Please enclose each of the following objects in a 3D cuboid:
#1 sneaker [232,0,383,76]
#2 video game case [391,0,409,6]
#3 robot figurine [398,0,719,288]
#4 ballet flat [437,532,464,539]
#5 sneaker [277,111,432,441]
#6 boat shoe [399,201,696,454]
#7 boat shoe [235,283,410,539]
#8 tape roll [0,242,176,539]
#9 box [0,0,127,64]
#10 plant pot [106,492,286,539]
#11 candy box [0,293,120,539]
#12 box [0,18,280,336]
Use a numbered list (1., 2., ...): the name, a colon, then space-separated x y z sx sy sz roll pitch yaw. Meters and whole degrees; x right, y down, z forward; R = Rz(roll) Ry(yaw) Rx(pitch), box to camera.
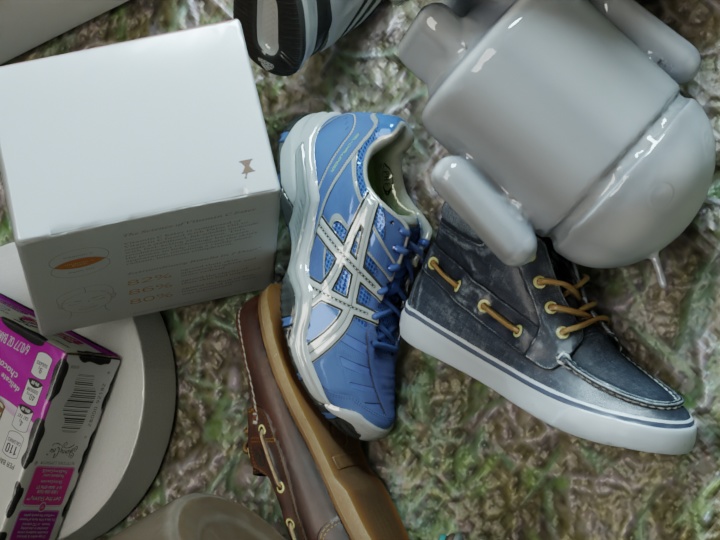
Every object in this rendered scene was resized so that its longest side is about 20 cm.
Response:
1. sneaker: -0.018 -0.223 1.455 0.075 0.115 0.201 30 134 27
2. video game case: 0.105 -0.228 1.347 0.181 0.200 0.036 -33 98 26
3. robot figurine: 0.114 -0.082 1.349 0.200 0.113 0.170 44 75 1
4. ballet flat: 0.041 0.250 1.418 0.063 0.067 0.201 21 98 5
5. sneaker: 0.000 0.000 1.455 0.077 0.076 0.201 -10 84 30
6. boat shoe: 0.110 0.029 1.377 0.200 0.071 0.091 26 107 33
7. boat shoe: -0.037 0.109 1.470 0.070 0.070 0.201 -30 69 25
8. tape roll: -0.209 0.080 1.606 0.202 0.037 0.204 -5 82 33
9. box: -0.253 -0.248 1.575 0.198 0.200 0.172 -22 75 28
10. plant pot: -0.115 0.228 1.424 0.175 0.200 0.201 -46 63 24
11. candy box: -0.250 0.121 1.570 0.136 0.061 0.201 24 98 32
12. box: -0.132 -0.050 1.446 0.151 0.200 0.107 -12 74 -7
